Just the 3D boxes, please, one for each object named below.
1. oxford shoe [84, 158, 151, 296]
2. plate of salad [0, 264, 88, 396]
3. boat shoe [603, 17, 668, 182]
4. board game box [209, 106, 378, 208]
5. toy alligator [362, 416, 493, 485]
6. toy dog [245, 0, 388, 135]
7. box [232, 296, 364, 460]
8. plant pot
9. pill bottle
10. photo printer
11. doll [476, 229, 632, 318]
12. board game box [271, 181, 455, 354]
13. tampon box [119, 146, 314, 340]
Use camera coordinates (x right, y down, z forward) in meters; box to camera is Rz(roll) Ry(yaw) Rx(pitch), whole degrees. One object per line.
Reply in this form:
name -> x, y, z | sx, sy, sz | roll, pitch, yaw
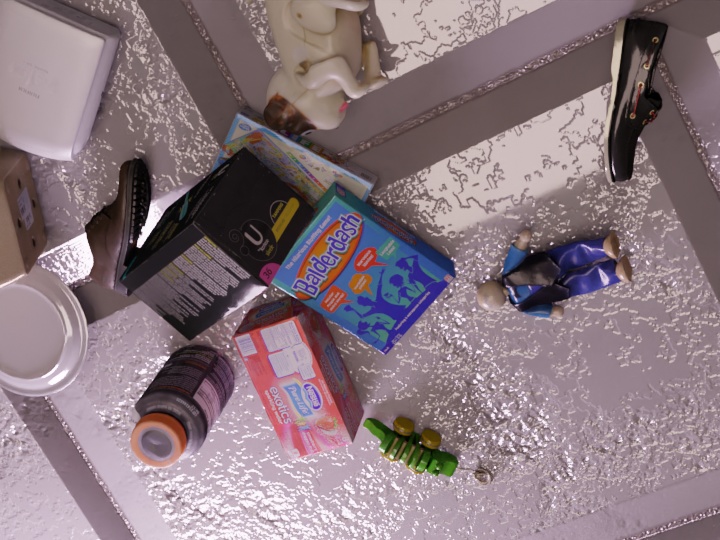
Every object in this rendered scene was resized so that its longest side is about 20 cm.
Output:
oxford shoe -> -0.333, -0.063, 1.792 | 0.084, 0.073, 0.201 | 18, 115, 6
plate of salad -> -0.474, 0.081, 1.895 | 0.199, 0.048, 0.201 | 4, 104, 15
boat shoe -> 0.329, -0.200, 1.595 | 0.063, 0.074, 0.202 | 10, 110, 16
board game box -> -0.095, -0.109, 1.743 | 0.200, 0.034, 0.135 | 28, 115, -1
toy alligator -> 0.092, 0.261, 1.847 | 0.200, 0.054, 0.059 | 26, 115, 0
toy dog -> -0.061, -0.260, 1.619 | 0.193, 0.140, 0.201 | 13, 116, 7
box -> -0.081, 0.142, 1.811 | 0.102, 0.095, 0.200 | -18, 108, 18
plant pot -> -0.529, -0.064, 1.775 | 0.176, 0.200, 0.201 | -7, 111, 3
pill bottle -> -0.247, 0.189, 1.807 | 0.106, 0.200, 0.107 | 4, 113, 10
photo printer -> -0.416, -0.249, 1.732 | 0.166, 0.069, 0.200 | 24, 115, 1
doll -> 0.241, 0.005, 1.713 | 0.199, 0.049, 0.137 | -20, 116, 25
board game box -> 0.000, 0.000, 1.735 | 0.200, 0.045, 0.152 | 33, 113, -18
tampon box -> -0.183, -0.031, 1.689 | 0.126, 0.150, 0.200 | 41, 139, -16
